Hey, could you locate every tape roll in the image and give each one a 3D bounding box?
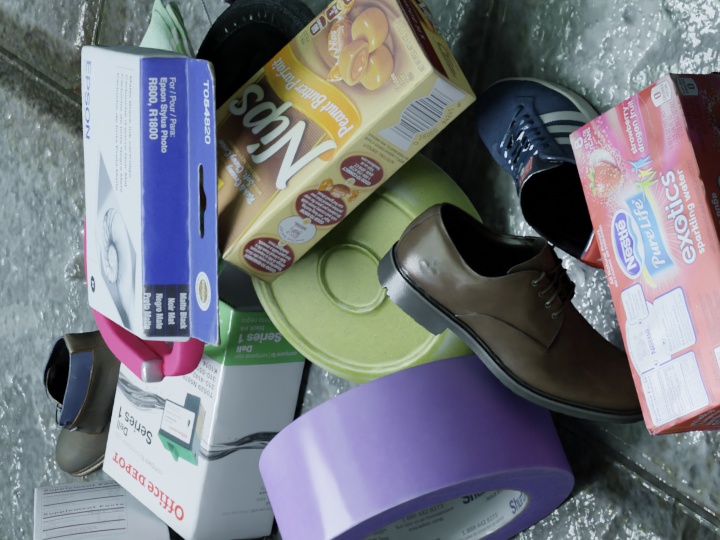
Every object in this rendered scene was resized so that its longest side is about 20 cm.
[{"bbox_3d":[0.037,0.137,1.593,0.200,0.199,0.085,-43,59,44],"label":"tape roll"}]

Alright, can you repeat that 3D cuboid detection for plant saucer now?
[{"bbox_3d":[0.000,0.000,1.687,0.199,0.031,0.201,12,120,22],"label":"plant saucer"}]

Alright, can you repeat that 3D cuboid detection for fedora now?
[{"bbox_3d":[-0.049,-0.114,1.777,0.200,0.091,0.202,4,96,52],"label":"fedora"}]

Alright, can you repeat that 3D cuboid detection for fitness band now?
[{"bbox_3d":[-0.167,0.002,1.813,0.200,0.037,0.145,-145,52,-59],"label":"fitness band"}]

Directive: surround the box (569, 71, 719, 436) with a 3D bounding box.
[{"bbox_3d":[0.213,-0.011,1.441,0.100,0.095,0.201,-31,68,48],"label":"box"}]

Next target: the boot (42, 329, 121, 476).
[{"bbox_3d":[-0.244,0.108,2.036,0.200,0.096,0.075,-56,50,37],"label":"boot"}]

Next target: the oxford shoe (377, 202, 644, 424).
[{"bbox_3d":[0.112,0.028,1.524,0.199,0.073,0.085,33,125,-6],"label":"oxford shoe"}]

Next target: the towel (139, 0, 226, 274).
[{"bbox_3d":[-0.138,-0.084,1.794,0.153,0.023,0.201,123,134,-57],"label":"towel"}]

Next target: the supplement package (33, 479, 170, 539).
[{"bbox_3d":[-0.203,0.251,1.903,0.200,0.109,0.115,-114,20,-73],"label":"supplement package"}]

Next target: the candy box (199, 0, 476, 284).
[{"bbox_3d":[-0.026,-0.100,1.623,0.200,0.055,0.116,-41,47,18],"label":"candy box"}]

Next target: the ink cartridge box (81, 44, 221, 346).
[{"bbox_3d":[-0.151,-0.056,1.676,0.200,0.040,0.201,-163,70,-66],"label":"ink cartridge box"}]

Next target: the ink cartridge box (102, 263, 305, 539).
[{"bbox_3d":[-0.123,0.097,1.890,0.146,0.084,0.202,31,115,48],"label":"ink cartridge box"}]

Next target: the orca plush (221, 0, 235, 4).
[{"bbox_3d":[-0.105,-0.314,1.884,0.105,0.071,0.201,62,-170,-65],"label":"orca plush"}]

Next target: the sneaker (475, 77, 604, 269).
[{"bbox_3d":[0.123,-0.067,1.562,0.200,0.084,0.075,43,124,42],"label":"sneaker"}]
